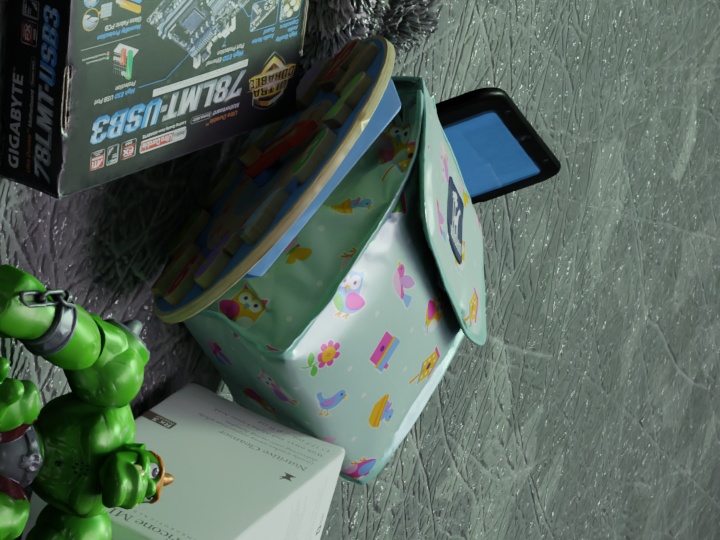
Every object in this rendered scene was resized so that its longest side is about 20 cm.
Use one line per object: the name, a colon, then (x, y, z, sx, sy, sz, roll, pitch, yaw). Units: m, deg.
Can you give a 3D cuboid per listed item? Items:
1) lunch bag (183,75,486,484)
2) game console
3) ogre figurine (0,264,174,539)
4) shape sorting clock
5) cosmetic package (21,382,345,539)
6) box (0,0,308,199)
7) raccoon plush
lunch bag: (0.000, 0.000, 1.692, 0.200, 0.122, 0.171, -51, 146, -17)
game console: (0.038, -0.025, 1.855, 0.200, 0.116, 0.177, 40, 65, -68)
ogre figurine: (-0.164, 0.094, 1.427, 0.120, 0.098, 0.201, -7, 96, -50)
shape sorting clock: (-0.051, -0.053, 1.559, 0.200, 0.039, 0.200, -44, -166, 13)
cosmetic package: (-0.102, 0.145, 1.589, 0.200, 0.112, 0.082, -35, 144, -65)
box: (-0.097, -0.155, 1.430, 0.200, 0.050, 0.199, -23, 129, -49)
raccoon plush: (-0.022, -0.153, 1.647, 0.134, 0.096, 0.201, 24, 81, -63)
